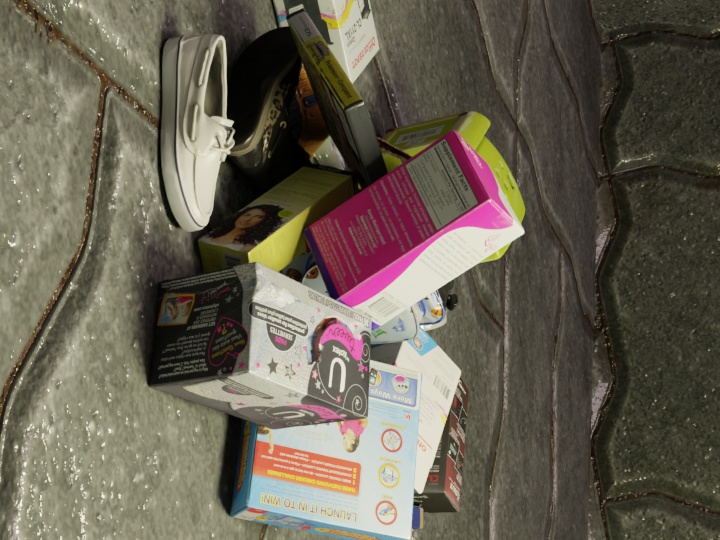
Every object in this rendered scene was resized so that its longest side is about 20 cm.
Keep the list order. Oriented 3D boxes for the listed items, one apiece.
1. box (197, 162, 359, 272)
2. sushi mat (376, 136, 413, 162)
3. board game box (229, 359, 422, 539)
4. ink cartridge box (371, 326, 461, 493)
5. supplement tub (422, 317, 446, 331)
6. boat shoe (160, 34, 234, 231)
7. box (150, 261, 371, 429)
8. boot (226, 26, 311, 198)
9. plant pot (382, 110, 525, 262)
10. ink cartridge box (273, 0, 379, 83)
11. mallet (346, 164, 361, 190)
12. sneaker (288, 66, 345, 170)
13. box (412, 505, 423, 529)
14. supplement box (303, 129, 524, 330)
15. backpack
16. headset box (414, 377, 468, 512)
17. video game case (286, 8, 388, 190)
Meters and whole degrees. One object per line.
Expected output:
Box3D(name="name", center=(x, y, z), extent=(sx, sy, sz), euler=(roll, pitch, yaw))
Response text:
Box3D(name="box", center=(-0.084, -0.051, 1.463), extent=(0.200, 0.075, 0.050), euler=(-40, 133, -44))
Box3D(name="sushi mat", center=(0.040, -0.136, 1.555), extent=(0.012, 0.095, 0.200), euler=(-61, -166, 4))
Box3D(name="board game box", center=(-0.035, 0.191, 1.498), extent=(0.056, 0.199, 0.197), euler=(-38, -139, 57))
Box3D(name="ink cartridge box", center=(0.048, 0.175, 1.697), extent=(0.115, 0.068, 0.201), euler=(47, 44, -26))
Box3D(name="supplement tub", center=(0.046, -0.022, 1.826), extent=(0.140, 0.139, 0.202), euler=(-28, 112, -69))
Box3D(name="boat shoe", center=(-0.159, -0.142, 1.370), extent=(0.072, 0.065, 0.202), euler=(22, 65, -69))
Box3D(name="box", center=(-0.094, 0.082, 1.352), extent=(0.200, 0.131, 0.116), euler=(27, 60, -51))
Box3D(name="boot", center=(-0.094, -0.168, 1.552), extent=(0.151, 0.073, 0.201), euler=(64, 33, -45))
Box3D(name="plant pot", center=(0.112, -0.118, 1.965), extent=(0.199, 0.198, 0.183), euler=(-54, 129, -61))
Box3D(name="ink cartridge box", center=(-0.048, -0.347, 1.705), extent=(0.146, 0.082, 0.201), euler=(-61, 142, -58))
Box3D(name="mallet", center=(0.007, -0.116, 1.739), extent=(0.201, 0.066, 0.041), euler=(63, 16, 10))
Box3D(name="sneaker", center=(-0.066, -0.165, 1.667), extent=(0.088, 0.075, 0.201), euler=(-102, 177, -63))
Box3D(name="box", center=(-0.010, 0.294, 1.635), extent=(0.200, 0.120, 0.033), euler=(37, 53, -65))
Box3D(name="supplement box", center=(0.056, -0.041, 1.427), extent=(0.101, 0.199, 0.104), euler=(35, 27, -57))
Box3D(name="backpack", center=(0.000, 0.000, 1.620), extent=(0.154, 0.189, 0.201), euler=(-58, 135, -50))
Box3D(name="headset box", center=(0.061, 0.239, 1.806), extent=(0.075, 0.147, 0.201), euler=(56, 36, -53))
Box3D(name="video game case", center=(-0.015, -0.165, 1.494), extent=(0.181, 0.025, 0.201), euler=(60, -5, 41))
